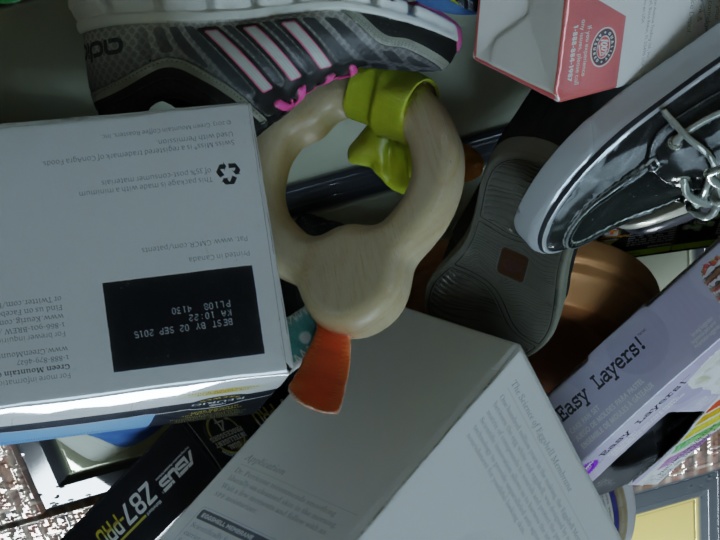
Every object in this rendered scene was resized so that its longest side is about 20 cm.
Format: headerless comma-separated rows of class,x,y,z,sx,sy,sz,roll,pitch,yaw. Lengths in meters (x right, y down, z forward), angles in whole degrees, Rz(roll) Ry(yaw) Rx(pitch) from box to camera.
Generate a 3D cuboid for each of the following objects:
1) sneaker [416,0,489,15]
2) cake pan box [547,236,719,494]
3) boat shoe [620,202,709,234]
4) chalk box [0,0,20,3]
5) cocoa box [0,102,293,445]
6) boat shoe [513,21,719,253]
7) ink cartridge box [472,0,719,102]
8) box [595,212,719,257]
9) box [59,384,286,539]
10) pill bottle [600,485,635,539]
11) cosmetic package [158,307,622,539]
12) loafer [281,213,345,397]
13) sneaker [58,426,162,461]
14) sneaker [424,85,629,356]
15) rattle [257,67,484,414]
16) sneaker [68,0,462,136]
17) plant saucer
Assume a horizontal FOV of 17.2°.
sneaker,0.093,-0.166,1.219,0.200,0.078,0.066,-7,107,-38
cake pan box,0.198,0.057,1.440,0.200,0.052,0.184,-43,157,17
boat shoe,0.226,-0.072,1.295,0.200,0.073,0.063,-34,136,12
chalk box,-0.251,-0.138,1.055,0.200,0.124,0.125,-9,141,-13
cocoa box,-0.144,0.008,1.113,0.200,0.134,0.131,-7,170,-10
boat shoe,0.167,-0.062,1.155,0.199,0.068,0.074,-36,156,5
ink cartridge box,0.154,-0.164,1.169,0.200,0.067,0.117,-16,122,-35
box,0.222,-0.089,1.369,0.200,0.048,0.193,-9,145,-11
box,-0.106,0.143,1.476,0.200,0.049,0.161,-46,166,32
pill bottle,0.070,0.170,1.519,0.200,0.120,0.120,-20,152,-42
cosmetic package,0.025,0.161,1.318,0.200,0.123,0.199,-47,130,-22
loafer,-0.011,0.061,1.396,0.068,0.070,0.201,-13,119,-13
sneaker,-0.164,0.047,1.357,0.111,0.077,0.200,-28,146,23
sneaker,0.099,-0.034,1.304,0.075,0.106,0.200,27,145,4
rattle,0.000,0.000,1.265,0.130,0.200,0.143,-1,159,4
sneaker,-0.047,-0.099,1.196,0.200,0.088,0.074,0,-178,-16
plant saucer,0.084,0.039,1.444,0.200,0.037,0.200,-3,151,-2
